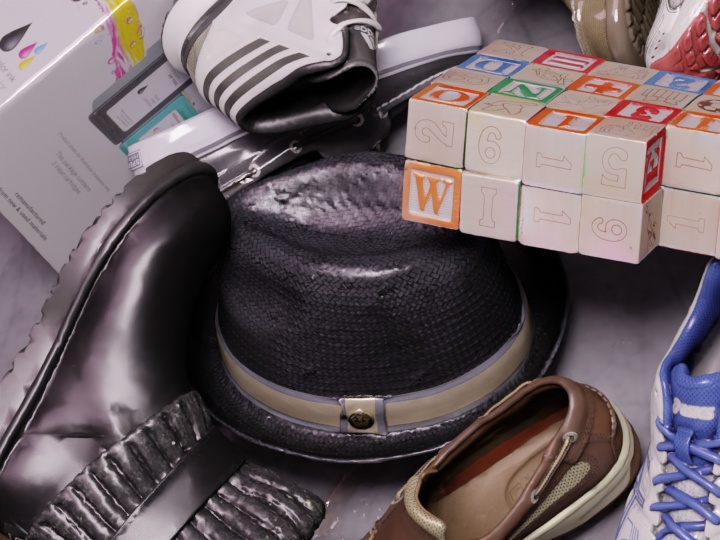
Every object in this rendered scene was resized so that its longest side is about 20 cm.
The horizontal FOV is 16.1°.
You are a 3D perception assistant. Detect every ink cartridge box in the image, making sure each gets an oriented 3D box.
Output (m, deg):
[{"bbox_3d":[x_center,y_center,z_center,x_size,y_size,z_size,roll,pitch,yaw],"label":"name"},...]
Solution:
[{"bbox_3d":[-0.146,-0.131,1.386,0.200,0.146,0.147,-41,53,-2],"label":"ink cartridge box"}]

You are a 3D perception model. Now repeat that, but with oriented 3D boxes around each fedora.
[{"bbox_3d":[0.000,0.000,1.245,0.199,0.092,0.201,-6,46,6],"label":"fedora"}]

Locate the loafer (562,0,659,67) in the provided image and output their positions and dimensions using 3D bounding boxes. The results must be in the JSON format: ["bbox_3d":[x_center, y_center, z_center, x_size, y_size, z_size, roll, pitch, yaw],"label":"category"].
[{"bbox_3d":[0.110,-0.171,1.338,0.067,0.076,0.201,-21,45,14],"label":"loafer"}]

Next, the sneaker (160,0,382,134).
[{"bbox_3d":[0.003,-0.142,1.287,0.200,0.076,0.115,-42,52,2],"label":"sneaker"}]

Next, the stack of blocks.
[{"bbox_3d":[0.132,-0.049,1.168,0.199,0.059,0.115,12,23,20],"label":"stack of blocks"}]

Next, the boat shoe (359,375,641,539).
[{"bbox_3d":[0.035,0.120,1.189,0.202,0.075,0.075,-43,52,2],"label":"boat shoe"}]

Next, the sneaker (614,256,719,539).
[{"bbox_3d":[0.150,0.084,1.154,0.075,0.088,0.201,6,66,26],"label":"sneaker"}]

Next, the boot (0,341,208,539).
[{"bbox_3d":[-0.132,0.096,1.272,0.155,0.073,0.200,-40,35,-12],"label":"boot"}]

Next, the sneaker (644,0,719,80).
[{"bbox_3d":[0.178,-0.172,1.303,0.082,0.078,0.201,7,56,23],"label":"sneaker"}]

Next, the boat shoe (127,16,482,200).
[{"bbox_3d":[-0.021,-0.072,1.343,0.199,0.070,0.067,-23,92,-10],"label":"boat shoe"}]

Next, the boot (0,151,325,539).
[{"bbox_3d":[-0.077,0.066,1.179,0.157,0.079,0.212,28,82,14],"label":"boot"}]
